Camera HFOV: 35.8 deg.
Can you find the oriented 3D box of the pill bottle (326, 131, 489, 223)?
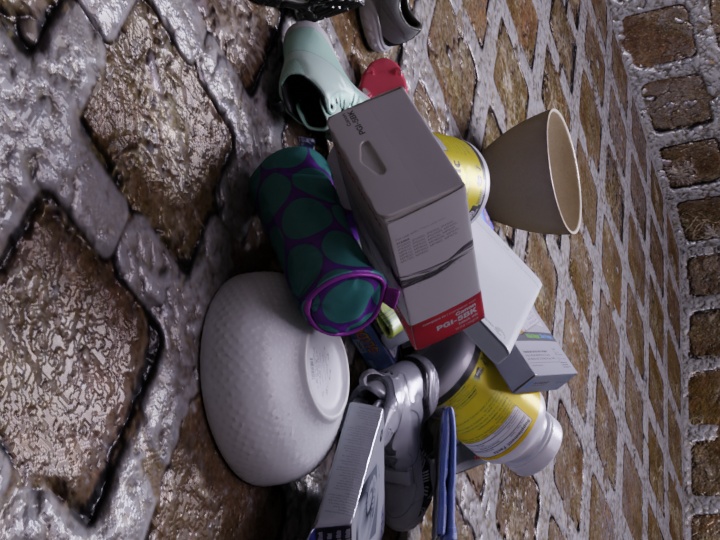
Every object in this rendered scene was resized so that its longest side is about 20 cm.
[{"bbox_3d":[0.051,-0.101,1.223,0.199,0.110,0.113,2,80,-54],"label":"pill bottle"}]

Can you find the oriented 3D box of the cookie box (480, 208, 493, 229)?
[{"bbox_3d":[0.113,-0.037,1.510,0.172,0.074,0.202,59,32,-40],"label":"cookie box"}]

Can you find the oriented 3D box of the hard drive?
[{"bbox_3d":[0.143,0.013,1.296,0.132,0.027,0.200,46,29,-2],"label":"hard drive"}]

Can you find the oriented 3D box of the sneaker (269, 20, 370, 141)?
[{"bbox_3d":[-0.031,-0.162,1.228,0.201,0.073,0.119,53,29,-31],"label":"sneaker"}]

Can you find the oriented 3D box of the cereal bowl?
[{"bbox_3d":[-0.065,0.098,1.052,0.200,0.082,0.204,-9,90,-67],"label":"cereal bowl"}]

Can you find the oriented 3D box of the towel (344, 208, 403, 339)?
[{"bbox_3d":[0.027,-0.011,1.218,0.144,0.023,0.200,50,27,1],"label":"towel"}]

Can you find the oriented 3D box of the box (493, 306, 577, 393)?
[{"bbox_3d":[0.175,0.056,1.375,0.201,0.041,0.155,58,22,21],"label":"box"}]

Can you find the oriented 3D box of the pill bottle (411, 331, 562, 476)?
[{"bbox_3d":[0.154,0.162,1.367,0.200,0.112,0.113,41,41,-23],"label":"pill bottle"}]

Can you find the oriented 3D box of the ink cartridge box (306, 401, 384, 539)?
[{"bbox_3d":[-0.014,0.268,1.080,0.201,0.040,0.202,-69,163,-47],"label":"ink cartridge box"}]

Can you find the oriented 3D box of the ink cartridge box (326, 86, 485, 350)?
[{"bbox_3d":[0.046,-0.047,1.053,0.201,0.082,0.148,74,-9,-52],"label":"ink cartridge box"}]

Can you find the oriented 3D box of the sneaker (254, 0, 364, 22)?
[{"bbox_3d":[-0.057,-0.334,1.232,0.199,0.077,0.092,1,78,-66],"label":"sneaker"}]

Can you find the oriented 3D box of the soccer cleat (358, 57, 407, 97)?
[{"bbox_3d":[0.029,-0.169,1.403,0.077,0.065,0.203,104,-17,-66],"label":"soccer cleat"}]

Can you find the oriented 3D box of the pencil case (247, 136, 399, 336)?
[{"bbox_3d":[-0.040,-0.033,1.051,0.201,0.091,0.086,-115,-149,-43],"label":"pencil case"}]

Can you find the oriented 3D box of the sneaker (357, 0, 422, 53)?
[{"bbox_3d":[0.024,-0.384,1.430,0.202,0.078,0.074,69,29,-23],"label":"sneaker"}]

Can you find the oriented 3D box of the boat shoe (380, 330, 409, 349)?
[{"bbox_3d":[0.058,0.040,1.301,0.063,0.071,0.200,63,17,-3],"label":"boat shoe"}]

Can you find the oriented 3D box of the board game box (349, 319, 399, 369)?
[{"bbox_3d":[0.000,0.000,1.290,0.137,0.034,0.201,-76,148,-40],"label":"board game box"}]

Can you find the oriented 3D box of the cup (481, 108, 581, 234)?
[{"bbox_3d":[0.265,-0.149,1.811,0.200,0.141,0.204,-9,90,-67],"label":"cup"}]

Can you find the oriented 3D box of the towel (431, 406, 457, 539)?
[{"bbox_3d":[0.098,0.249,1.286,0.200,0.023,0.149,86,6,-70],"label":"towel"}]

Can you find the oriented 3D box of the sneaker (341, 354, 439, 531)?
[{"bbox_3d":[0.028,0.198,1.245,0.114,0.074,0.204,-2,99,-50],"label":"sneaker"}]

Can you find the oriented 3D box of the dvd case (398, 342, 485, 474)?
[{"bbox_3d":[0.116,0.156,1.422,0.144,0.022,0.203,-15,95,-30],"label":"dvd case"}]
